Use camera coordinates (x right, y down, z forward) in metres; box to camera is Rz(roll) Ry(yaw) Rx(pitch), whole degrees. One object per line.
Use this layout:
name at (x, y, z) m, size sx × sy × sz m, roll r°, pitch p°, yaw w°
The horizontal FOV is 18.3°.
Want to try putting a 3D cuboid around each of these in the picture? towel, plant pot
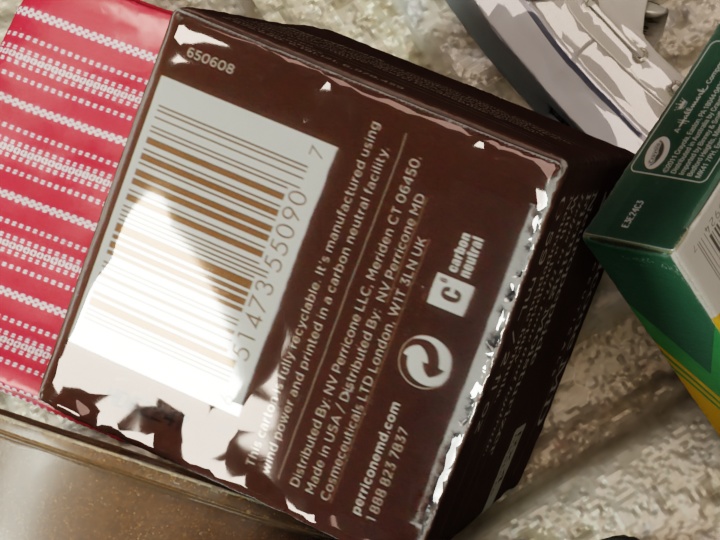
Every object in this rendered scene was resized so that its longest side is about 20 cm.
towel at (-0.131, -0.036, 1.051) m, size 0.144 × 0.022 × 0.201 m, roll 21°, pitch 78°, yaw 13°
plant pot at (-0.127, 0.168, 0.913) m, size 0.199 × 0.200 × 0.199 m, roll 17°, pitch 84°, yaw 11°

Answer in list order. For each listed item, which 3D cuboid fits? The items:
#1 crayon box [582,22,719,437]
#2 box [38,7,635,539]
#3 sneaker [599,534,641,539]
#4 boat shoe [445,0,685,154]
crayon box at (0.182, 0.003, 0.935) m, size 0.051 × 0.200 × 0.126 m, roll 13°, pitch 61°, yaw 46°
box at (0.000, 0.000, 0.911) m, size 0.164 × 0.200 × 0.167 m, roll 22°, pitch 99°, yaw 13°
sneaker at (0.099, 0.207, 0.928) m, size 0.073 × 0.080 × 0.201 m, roll 8°, pitch 74°, yaw 10°
boat shoe at (0.114, -0.106, 1.016) m, size 0.086 × 0.075 × 0.202 m, roll -41°, pitch 77°, yaw -5°
